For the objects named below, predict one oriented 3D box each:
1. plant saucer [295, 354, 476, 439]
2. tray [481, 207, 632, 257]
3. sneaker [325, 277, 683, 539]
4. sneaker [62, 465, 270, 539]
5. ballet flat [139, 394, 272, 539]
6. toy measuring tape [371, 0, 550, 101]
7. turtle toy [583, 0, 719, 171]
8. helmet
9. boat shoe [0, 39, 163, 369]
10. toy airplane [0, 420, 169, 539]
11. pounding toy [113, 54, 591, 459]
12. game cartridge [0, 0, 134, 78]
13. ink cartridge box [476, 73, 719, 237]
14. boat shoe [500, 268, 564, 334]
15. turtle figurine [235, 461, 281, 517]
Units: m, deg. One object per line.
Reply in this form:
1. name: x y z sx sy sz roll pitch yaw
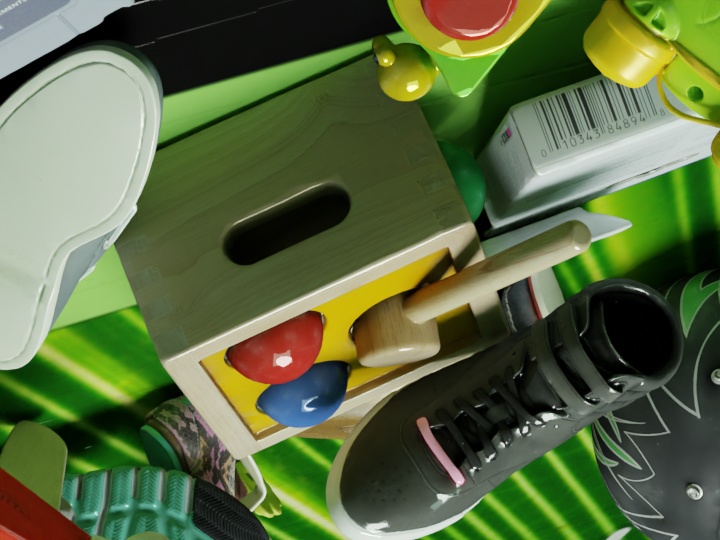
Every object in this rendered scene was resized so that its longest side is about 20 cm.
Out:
1. plant saucer: 0.008 0.072 1.282 0.199 0.036 0.200 1 172 0
2. tray: 0.045 0.004 1.268 0.199 0.022 0.107 -20 180 -9
3. sneaker: 0.073 0.061 1.110 0.199 0.071 0.099 -28 171 -28
4. sneaker: -0.144 0.149 1.319 0.199 0.075 0.088 10 168 6
5. ballet flat: -0.086 0.154 1.369 0.071 0.069 0.201 -24 129 -28
6. toy measuring tape: 0.065 -0.155 0.955 0.200 0.074 0.073 -51 148 17
7. turtle toy: 0.204 -0.110 1.032 0.146 0.200 0.101 -50 178 21
8. helmet: 0.237 0.091 1.441 0.190 0.201 0.200 -2 151 -12
9. boat shoe: -0.135 -0.038 1.027 0.200 0.073 0.062 -58 -177 42
10. toy airplane: -0.195 0.151 1.168 0.141 0.199 0.200 -46 151 22
11. pounding toy: 0.000 0.000 1.100 0.199 0.143 0.184 -24 157 1
12. game cartridge: -0.187 -0.098 0.860 0.199 0.041 0.133 -27 159 8
13. ink cartridge box: 0.157 -0.081 1.179 0.195 0.044 0.200 -21 176 -7
14. boat shoe: 0.099 0.047 1.375 0.062 0.072 0.200 -13 166 6
15. turtle figurine: -0.125 0.186 1.468 0.200 0.065 0.161 26 118 -41
